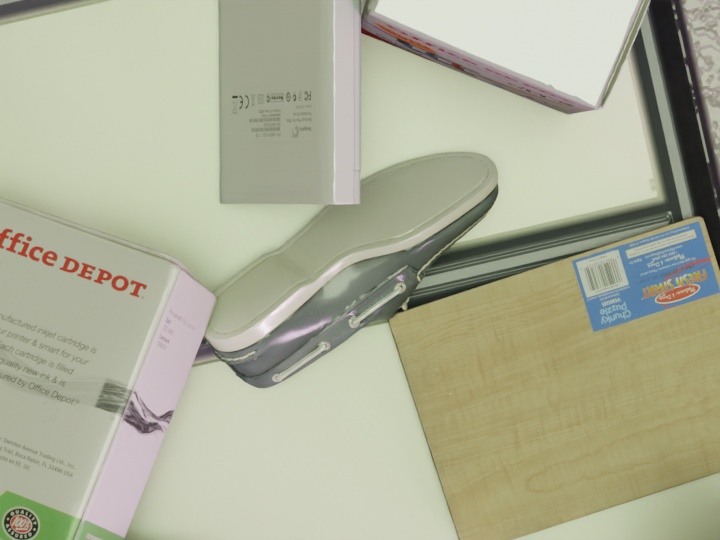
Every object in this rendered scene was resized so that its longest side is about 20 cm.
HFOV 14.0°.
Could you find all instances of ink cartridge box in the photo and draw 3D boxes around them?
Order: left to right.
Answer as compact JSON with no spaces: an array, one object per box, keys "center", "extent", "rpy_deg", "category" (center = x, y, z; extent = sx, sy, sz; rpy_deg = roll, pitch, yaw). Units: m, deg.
[{"center":[-0.188,0.074,1.688],"extent":[0.146,0.084,0.201],"rpy_deg":[20,82,18],"category":"ink cartridge box"},{"center":[0.090,-0.179,1.660],"extent":[0.145,0.200,0.145],"rpy_deg":[22,91,-1],"category":"ink cartridge box"}]

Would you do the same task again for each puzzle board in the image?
[{"center":[0.133,0.068,1.761],"extent":[0.199,0.017,0.151],"rpy_deg":[-18,91,-1],"category":"puzzle board"}]

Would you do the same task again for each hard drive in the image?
[{"center":[-0.042,-0.139,1.698],"extent":[0.026,0.132,0.201],"rpy_deg":[-1,92,-32],"category":"hard drive"}]

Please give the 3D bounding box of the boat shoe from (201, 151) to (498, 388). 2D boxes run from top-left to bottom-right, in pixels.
[{"center":[0.000,0.000,1.742],"extent":[0.200,0.073,0.062],"rpy_deg":[-33,128,-5],"category":"boat shoe"}]
